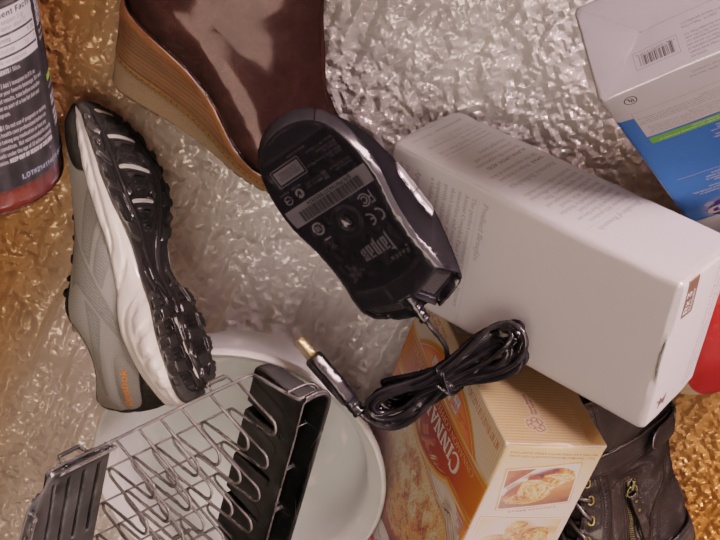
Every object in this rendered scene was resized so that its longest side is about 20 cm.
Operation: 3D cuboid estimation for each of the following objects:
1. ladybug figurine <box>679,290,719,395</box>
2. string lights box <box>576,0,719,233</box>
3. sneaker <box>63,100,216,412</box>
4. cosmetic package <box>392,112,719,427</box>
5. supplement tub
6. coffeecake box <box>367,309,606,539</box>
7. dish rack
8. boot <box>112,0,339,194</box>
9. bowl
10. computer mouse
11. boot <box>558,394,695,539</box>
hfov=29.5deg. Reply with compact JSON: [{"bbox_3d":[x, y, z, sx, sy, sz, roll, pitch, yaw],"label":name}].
[{"bbox_3d":[0.248,0.021,0.831,0.199,0.073,0.135,-25,156,27],"label":"ladybug figurine"},{"bbox_3d":[0.201,-0.091,0.744,0.102,0.060,0.200,-21,152,20],"label":"string lights box"},{"bbox_3d":[-0.155,-0.008,0.847,0.079,0.074,0.202,-18,81,23],"label":"sneaker"},{"bbox_3d":[0.108,-0.006,0.806,0.199,0.074,0.103,29,129,27],"label":"cosmetic package"},{"bbox_3d":[-0.240,-0.138,0.802,0.106,0.107,0.202,0,121,6],"label":"supplement tub"},{"bbox_3d":[0.066,0.135,0.898,0.072,0.154,0.201,5,125,-23],"label":"coffeecake box"},{"bbox_3d":[-0.115,0.145,0.818,0.054,0.199,0.155,36,128,29],"label":"dish rack"},{"bbox_3d":[-0.041,-0.136,0.799,0.198,0.073,0.167,27,123,-6],"label":"boot"},{"bbox_3d":[-0.077,0.114,0.947,0.199,0.091,0.203,3,122,5],"label":"bowl"},{"bbox_3d":[0.000,0.000,0.812,0.140,0.046,0.200,-36,100,35],"label":"computer mouse"},{"bbox_3d":[0.146,0.149,0.925,0.199,0.069,0.175,-32,124,-21],"label":"boot"}]
